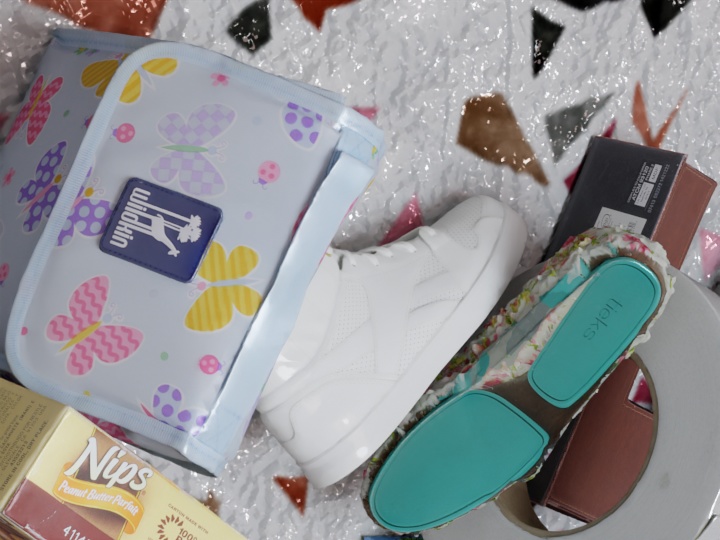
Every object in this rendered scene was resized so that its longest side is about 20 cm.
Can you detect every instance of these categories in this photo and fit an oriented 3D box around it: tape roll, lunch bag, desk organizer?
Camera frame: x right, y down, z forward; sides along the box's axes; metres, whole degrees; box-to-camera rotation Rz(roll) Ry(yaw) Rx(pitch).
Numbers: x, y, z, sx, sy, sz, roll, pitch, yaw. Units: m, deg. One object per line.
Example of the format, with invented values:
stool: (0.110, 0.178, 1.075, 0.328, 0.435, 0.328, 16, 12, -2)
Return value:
tape roll: (0.115, 0.088, 1.274, 0.037, 0.203, 0.203, 28, 82, -46)
lunch bag: (-0.090, -0.011, 1.106, 0.127, 0.200, 0.170, 31, 82, -37)
desk organizer: (0.137, 0.037, 1.364, 0.077, 0.072, 0.200, 27, 84, -39)

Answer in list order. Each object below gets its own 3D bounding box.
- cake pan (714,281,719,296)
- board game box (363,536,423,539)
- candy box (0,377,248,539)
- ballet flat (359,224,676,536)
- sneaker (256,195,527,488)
cake pan: (0.270, 0.057, 1.485, 0.200, 0.037, 0.201, -8, 104, -35)
board game box: (0.080, 0.222, 1.381, 0.200, 0.037, 0.152, 5, 96, -36)
candy box: (-0.149, 0.088, 1.082, 0.115, 0.200, 0.055, 42, 73, -34)
ballet flat: (0.079, 0.054, 1.262, 0.200, 0.064, 0.076, -43, 108, 12)
sneaker: (0.000, 0.000, 1.253, 0.116, 0.074, 0.200, 48, 50, -11)
